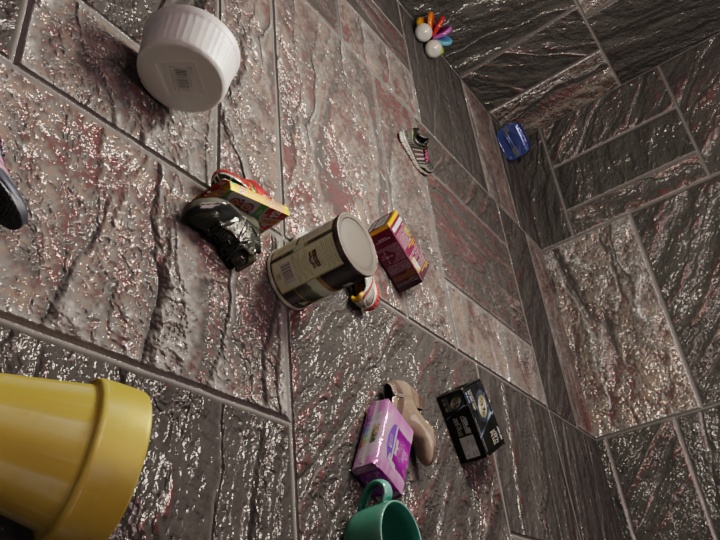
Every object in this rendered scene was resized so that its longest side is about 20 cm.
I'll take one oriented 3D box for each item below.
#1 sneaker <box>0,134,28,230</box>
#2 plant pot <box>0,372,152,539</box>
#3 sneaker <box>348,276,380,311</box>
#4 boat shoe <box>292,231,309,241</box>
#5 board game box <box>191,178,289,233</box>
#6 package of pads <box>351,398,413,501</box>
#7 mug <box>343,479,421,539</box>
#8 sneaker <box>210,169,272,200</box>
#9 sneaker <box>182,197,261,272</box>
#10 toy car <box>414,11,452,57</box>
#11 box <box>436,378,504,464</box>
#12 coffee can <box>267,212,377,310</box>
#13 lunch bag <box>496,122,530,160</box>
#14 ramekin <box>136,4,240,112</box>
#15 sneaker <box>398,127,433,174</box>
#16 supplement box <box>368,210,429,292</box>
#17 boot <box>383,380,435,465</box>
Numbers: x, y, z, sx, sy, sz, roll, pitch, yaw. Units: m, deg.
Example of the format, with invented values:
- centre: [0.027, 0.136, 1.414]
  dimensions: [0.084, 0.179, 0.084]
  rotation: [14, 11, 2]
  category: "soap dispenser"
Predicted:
- centre: [-0.522, -0.156, 0.986]
  dimensions: [0.202, 0.070, 0.082]
  rotation: [60, 30, -14]
  category: "sneaker"
- centre: [-0.377, 0.211, 0.830]
  dimensions: [0.187, 0.200, 0.203]
  rotation: [28, 43, -28]
  category: "plant pot"
- centre: [0.000, 0.000, 1.790]
  dimensions: [0.082, 0.077, 0.203]
  rotation: [25, 47, -49]
  category: "sneaker"
- centre: [-0.088, -0.064, 1.693]
  dimensions: [0.199, 0.068, 0.073]
  rotation: [11, 58, -58]
  category: "boat shoe"
- centre: [-0.244, -0.128, 1.435]
  dimensions: [0.199, 0.095, 0.030]
  rotation: [25, 44, -52]
  category: "board game box"
- centre: [0.054, 0.400, 1.559]
  dimensions: [0.121, 0.075, 0.201]
  rotation: [52, 30, -22]
  category: "package of pads"
- centre: [0.039, 0.532, 1.379]
  dimensions: [0.153, 0.113, 0.186]
  rotation: [51, 29, -24]
  category: "mug"
- centre: [-0.255, -0.166, 1.493]
  dimensions: [0.200, 0.076, 0.086]
  rotation: [36, 27, -54]
  category: "sneaker"
- centre: [-0.262, -0.070, 1.376]
  dimensions: [0.199, 0.076, 0.116]
  rotation: [31, 36, -56]
  category: "sneaker"
- centre: [0.352, -1.108, 3.254]
  dimensions: [0.201, 0.149, 0.176]
  rotation: [52, 32, -24]
  category: "toy car"
- centre: [0.318, 0.429, 1.999]
  dimensions: [0.163, 0.085, 0.203]
  rotation: [-1, 69, -62]
  category: "box"
- centre: [-0.083, -0.018, 1.520]
  dimensions: [0.146, 0.198, 0.148]
  rotation: [40, 36, -38]
  category: "coffee can"
- centre: [0.836, -0.713, 3.821]
  dimensions: [0.202, 0.135, 0.132]
  rotation: [62, 27, -3]
  category: "lunch bag"
- centre: [-0.345, -0.410, 1.385]
  dimensions: [0.200, 0.199, 0.099]
  rotation: [41, 43, -38]
  category: "ramekin"
- centre: [0.222, -0.438, 2.540]
  dimensions: [0.201, 0.087, 0.074]
  rotation: [52, 30, -25]
  category: "sneaker"
- centre: [0.109, -0.055, 2.021]
  dimensions: [0.201, 0.085, 0.111]
  rotation: [58, 27, -14]
  category: "supplement box"
- centre: [0.110, 0.369, 1.709]
  dimensions: [0.145, 0.070, 0.203]
  rotation: [24, 46, -44]
  category: "boot"
